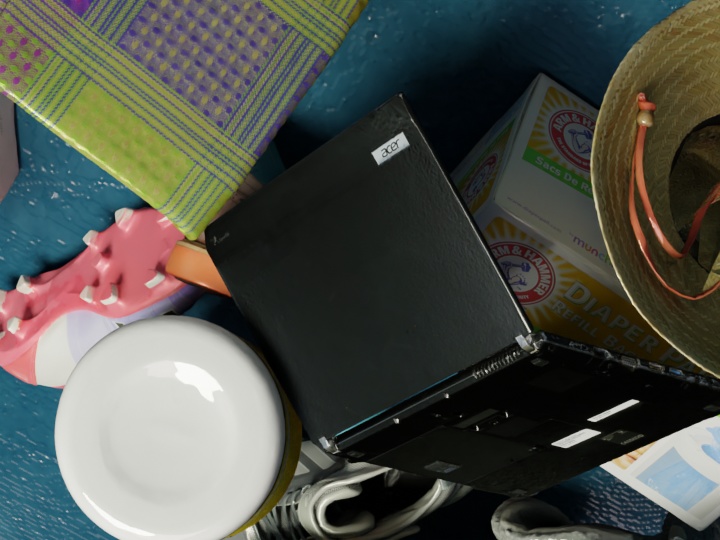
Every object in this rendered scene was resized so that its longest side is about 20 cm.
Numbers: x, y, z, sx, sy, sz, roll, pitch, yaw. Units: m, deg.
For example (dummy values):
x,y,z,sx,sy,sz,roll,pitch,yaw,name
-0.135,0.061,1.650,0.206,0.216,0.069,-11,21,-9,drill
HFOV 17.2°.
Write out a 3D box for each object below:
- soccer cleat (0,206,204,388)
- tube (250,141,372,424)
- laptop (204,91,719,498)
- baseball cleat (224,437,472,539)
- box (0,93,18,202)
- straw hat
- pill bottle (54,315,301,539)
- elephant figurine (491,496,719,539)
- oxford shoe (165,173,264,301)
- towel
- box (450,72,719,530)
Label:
x,y,z,sx,sy,sz,roll,pitch,yaw,name
-0.129,0.019,1.296,0.076,0.067,0.199,28,145,-33,soccer cleat
-0.045,0.000,1.266,0.077,0.051,0.201,-12,119,28,tube
0.051,0.021,1.116,0.199,0.104,0.177,15,153,-30,laptop
-0.028,0.127,1.326,0.199,0.106,0.070,-25,92,29,baseball cleat
-0.256,-0.045,1.197,0.097,0.201,0.125,11,132,11,box
0.167,-0.027,1.082,0.201,0.202,0.085,38,152,-14,straw hat
-0.087,0.084,1.223,0.112,0.113,0.200,19,177,4,pill bottle
0.119,0.177,1.216,0.155,0.200,0.142,37,98,-21,elephant figurine
0.000,0.000,1.217,0.199,0.073,0.071,20,178,-33,oxford shoe
-0.072,-0.131,1.069,0.143,0.201,0.023,37,162,-17,towel
0.128,0.016,1.171,0.199,0.102,0.113,32,134,-9,box
